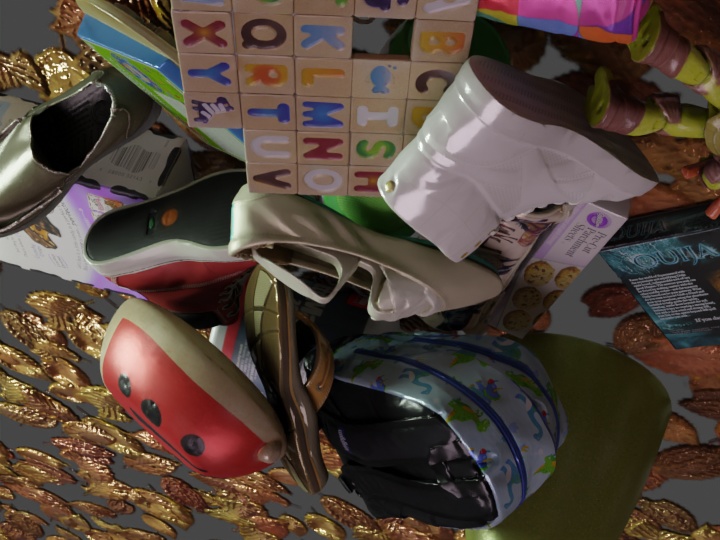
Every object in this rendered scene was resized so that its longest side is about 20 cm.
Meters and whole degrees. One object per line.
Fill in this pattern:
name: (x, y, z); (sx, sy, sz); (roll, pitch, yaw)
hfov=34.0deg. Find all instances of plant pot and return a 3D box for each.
plant pot: (0.164, 0.190, 1.040); (0.186, 0.201, 0.188); (15, 148, 10)

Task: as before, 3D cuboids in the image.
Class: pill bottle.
pill bottle: (-0.027, 0.076, 1.057); (0.198, 0.120, 0.120); (16, 148, 8)

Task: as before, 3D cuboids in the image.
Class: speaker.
speaker: (0.031, -0.090, 0.810); (0.088, 0.089, 0.200); (24, 148, -5)

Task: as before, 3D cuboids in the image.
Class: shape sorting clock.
shape sorting clock: (-0.111, -0.126, 0.812); (0.199, 0.039, 0.200); (34, 174, 4)

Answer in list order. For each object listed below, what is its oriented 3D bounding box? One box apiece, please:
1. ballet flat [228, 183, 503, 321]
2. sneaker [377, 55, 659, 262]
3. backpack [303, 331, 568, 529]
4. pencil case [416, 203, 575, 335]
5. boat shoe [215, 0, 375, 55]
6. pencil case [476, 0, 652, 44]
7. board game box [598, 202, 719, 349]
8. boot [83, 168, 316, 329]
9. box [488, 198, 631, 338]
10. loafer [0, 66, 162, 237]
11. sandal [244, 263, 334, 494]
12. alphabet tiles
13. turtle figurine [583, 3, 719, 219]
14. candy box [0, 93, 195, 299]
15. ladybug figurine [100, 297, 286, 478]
ballet flat: (0.000, 0.000, 0.821); (0.199, 0.070, 0.070); (20, 148, -3)
sneaker: (0.095, -0.057, 0.734); (0.199, 0.074, 0.116); (13, 129, -45)
backpack: (0.061, 0.120, 0.901); (0.164, 0.153, 0.200); (65, 165, -9)
pencil case: (0.095, -0.027, 0.869); (0.089, 0.078, 0.200); (41, 148, 7)
boat shoe: (-0.034, -0.154, 0.723); (0.086, 0.075, 0.202); (-22, 155, 5)
pencil case: (0.068, -0.183, 0.655); (0.198, 0.089, 0.089); (13, 147, 10)
board game box: (0.288, -0.001, 0.846); (0.199, 0.028, 0.135); (-11, 136, 41)
boot: (-0.099, -0.007, 0.939); (0.199, 0.073, 0.144); (-10, 146, 25)
box: (0.147, -0.011, 0.902); (0.041, 0.039, 0.200); (22, 148, -5)
loafer: (-0.244, -0.093, 0.899); (0.199, 0.070, 0.075); (-37, 88, 15)
sandal: (-0.046, 0.079, 0.902); (0.080, 0.054, 0.201); (36, 142, 57)
alphabet tiles: (-0.022, -0.104, 0.695); (0.166, 0.008, 0.201); (2, 148, -1)
turtle figurine: (0.218, -0.086, 0.702); (0.160, 0.065, 0.200); (16, 152, -13)
candy box: (-0.244, -0.060, 1.026); (0.198, 0.072, 0.168); (15, 148, 10)
ladybug figurine: (-0.137, 0.098, 0.915); (0.199, 0.072, 0.136); (31, 155, 39)
